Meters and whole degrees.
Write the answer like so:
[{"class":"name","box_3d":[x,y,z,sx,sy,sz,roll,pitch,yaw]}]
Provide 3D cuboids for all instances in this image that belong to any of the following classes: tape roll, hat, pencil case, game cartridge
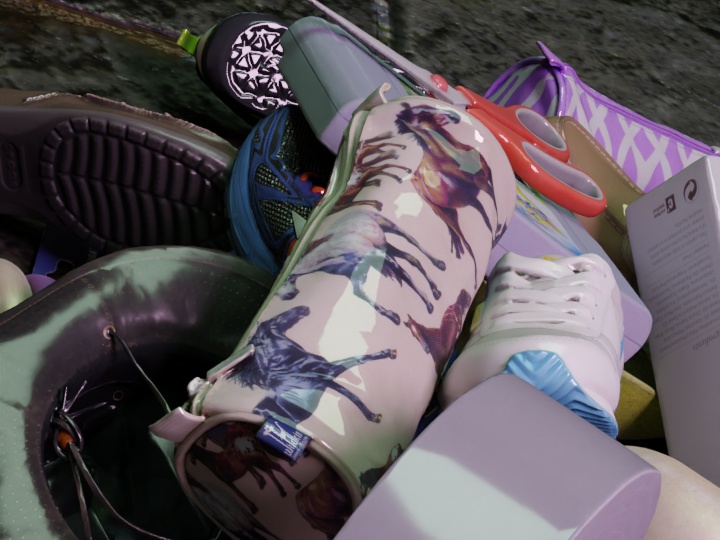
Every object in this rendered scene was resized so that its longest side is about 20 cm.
[{"class":"tape roll","box_3d":[0.027,0.138,0.900,0.066,0.200,0.200,32,29,16]},{"class":"hat","box_3d":[-0.083,0.090,1.012,0.200,0.081,0.201,13,54,-18]},{"class":"pencil case","box_3d":[0.153,-0.055,1.414,0.200,0.086,0.084,20,28,-37]},{"class":"game cartridge","box_3d":[0.052,-0.036,1.180,0.200,0.040,0.133,36,15,-27]},{"class":"pencil case","box_3d":[-0.004,0.016,0.995,0.089,0.078,0.200,46,48,-23]}]

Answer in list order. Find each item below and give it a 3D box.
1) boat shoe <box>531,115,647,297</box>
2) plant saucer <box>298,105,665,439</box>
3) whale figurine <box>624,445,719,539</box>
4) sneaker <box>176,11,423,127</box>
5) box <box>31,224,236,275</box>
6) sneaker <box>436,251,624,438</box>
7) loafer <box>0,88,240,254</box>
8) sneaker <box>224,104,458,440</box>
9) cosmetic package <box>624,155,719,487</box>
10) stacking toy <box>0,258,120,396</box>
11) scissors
[{"class":"boat shoe","box_3d":[0.162,-0.010,1.315,0.200,0.065,0.071,49,31,-15]},{"class":"plant saucer","box_3d":[0.060,0.006,1.264,0.200,0.048,0.200,31,15,-46]},{"class":"whale figurine","box_3d":[0.122,0.135,1.108,0.159,0.104,0.200,33,-2,-30]},{"class":"sneaker","box_3d":[-0.009,-0.092,1.414,0.200,0.072,0.083,30,-7,-18]},{"class":"box","box_3d":[-0.061,0.022,1.220,0.200,0.032,0.121,18,28,-9]},{"class":"sneaker","box_3d":[0.072,0.032,1.039,0.076,0.081,0.200,3,-2,5]},{"class":"loafer","box_3d":[-0.134,-0.060,1.214,0.200,0.073,0.071,15,29,19]},{"class":"sneaker","box_3d":[0.000,0.000,1.117,0.075,0.078,0.200,12,44,-39]},{"class":"cosmetic package","box_3d":[0.203,0.051,1.221,0.101,0.071,0.200,6,65,-31]},{"class":"stacking toy","box_3d":[-0.086,0.054,1.102,0.200,0.085,0.085,13,29,-30]},{"class":"scissors","box_3d":[0.047,-0.079,1.203,0.200,0.014,0.073,26,29,-42]}]
